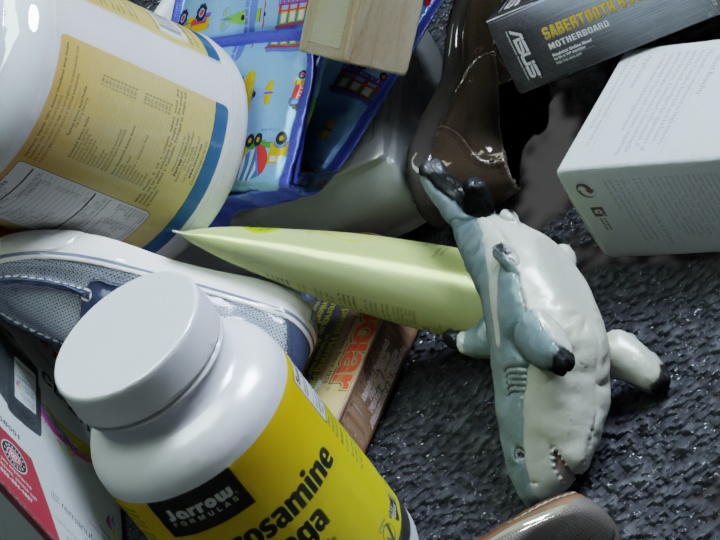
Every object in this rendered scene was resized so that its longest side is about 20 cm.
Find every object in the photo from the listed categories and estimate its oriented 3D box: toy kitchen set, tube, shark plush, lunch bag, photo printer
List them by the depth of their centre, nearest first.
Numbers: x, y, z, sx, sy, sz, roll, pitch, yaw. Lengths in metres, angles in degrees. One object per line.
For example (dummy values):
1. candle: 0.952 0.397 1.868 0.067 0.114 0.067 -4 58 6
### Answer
1. shark plush: 0.068 0.020 1.497 0.083 0.091 0.200 -47 64 28
2. tube: 0.000 0.000 1.588 0.199 0.058 0.052 12 49 20
3. toy kitchen set: 0.073 -0.192 1.647 0.163 0.199 0.182 -157 79 -69
4. lunch bag: -0.054 -0.108 1.709 0.150 0.094 0.201 -2 59 45
5. photo printer: -0.048 -0.061 1.771 0.199 0.070 0.167 -23 34 22

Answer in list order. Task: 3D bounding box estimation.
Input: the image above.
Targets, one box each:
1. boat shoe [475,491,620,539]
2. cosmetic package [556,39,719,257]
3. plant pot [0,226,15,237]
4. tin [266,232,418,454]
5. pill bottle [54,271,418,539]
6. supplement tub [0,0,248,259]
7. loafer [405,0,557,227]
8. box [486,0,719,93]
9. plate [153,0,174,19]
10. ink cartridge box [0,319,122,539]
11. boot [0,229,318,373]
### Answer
1. boat shoe: 0.034 0.170 1.397 0.200 0.076 0.072 -37 30 -2
2. cosmetic package: 0.213 -0.068 1.526 0.199 0.074 0.102 -1 46 41
3. plant pot: -0.234 -0.029 1.813 0.199 0.200 0.177 -29 43 12
4. tin: -0.031 0.063 1.629 0.112 0.042 0.201 -13 39 40
5. pill bottle: -0.064 0.098 1.460 0.112 0.200 0.113 -25 34 19
6. supplement tub: -0.178 -0.093 1.626 0.144 0.199 0.146 -24 56 41
7. loafer: 0.087 -0.105 1.709 0.071 0.073 0.201 -4 49 26
8. box: 0.170 -0.177 1.663 0.158 0.049 0.200 -22 14 24
9. plate: -0.071 -0.190 1.995 0.199 0.032 0.201 -3 45 43
10. ink cartridge box: -0.206 0.107 1.638 0.083 0.146 0.200 -31 33 13
11. boot: -0.128 0.041 1.591 0.199 0.073 0.091 9 50 11
